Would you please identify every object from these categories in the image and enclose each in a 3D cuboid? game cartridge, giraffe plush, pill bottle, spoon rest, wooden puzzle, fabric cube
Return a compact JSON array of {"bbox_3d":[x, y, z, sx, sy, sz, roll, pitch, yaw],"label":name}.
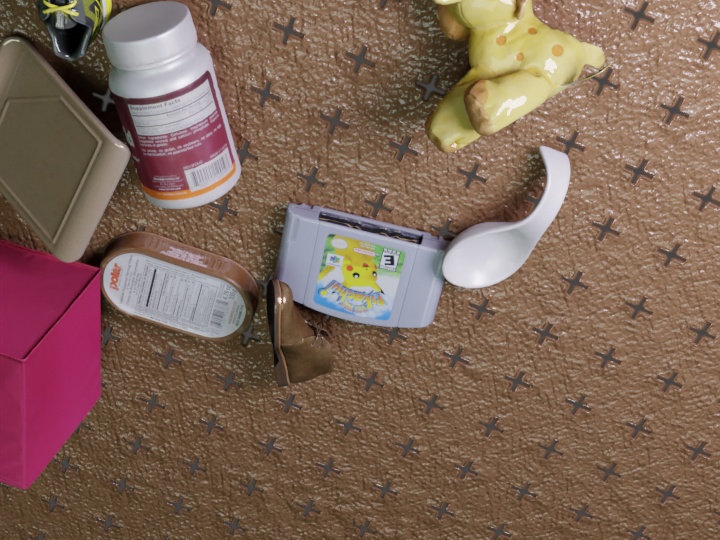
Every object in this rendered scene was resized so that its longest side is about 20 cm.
[{"bbox_3d":[0.000,0.000,1.665,0.198,0.041,0.134,13,130,0],"label":"game cartridge"},{"bbox_3d":[0.134,-0.235,1.414,0.199,0.172,0.163,-25,97,37],"label":"giraffe plush"},{"bbox_3d":[-0.205,-0.178,1.523,0.113,0.115,0.201,-5,124,13],"label":"pill bottle"},{"bbox_3d":[0.166,-0.047,1.579,0.099,0.061,0.200,14,129,-31],"label":"spoon rest"},{"bbox_3d":[-0.354,-0.136,1.594,0.200,0.037,0.185,44,127,13],"label":"wooden puzzle"},{"bbox_3d":[-0.439,0.102,1.695,0.199,0.197,0.201,17,128,12],"label":"fabric cube"}]

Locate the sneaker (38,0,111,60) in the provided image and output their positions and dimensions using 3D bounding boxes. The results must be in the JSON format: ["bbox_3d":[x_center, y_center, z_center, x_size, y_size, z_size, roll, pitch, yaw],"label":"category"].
[{"bbox_3d":[-0.295,-0.295,1.442,0.074,0.085,0.201,4,147,6],"label":"sneaker"}]

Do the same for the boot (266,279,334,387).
[{"bbox_3d":[-0.073,0.070,1.693,0.075,0.074,0.201,-6,147,0],"label":"boot"}]

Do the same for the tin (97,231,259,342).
[{"bbox_3d":[-0.222,0.021,1.718,0.199,0.042,0.113,18,122,-3],"label":"tin"}]
